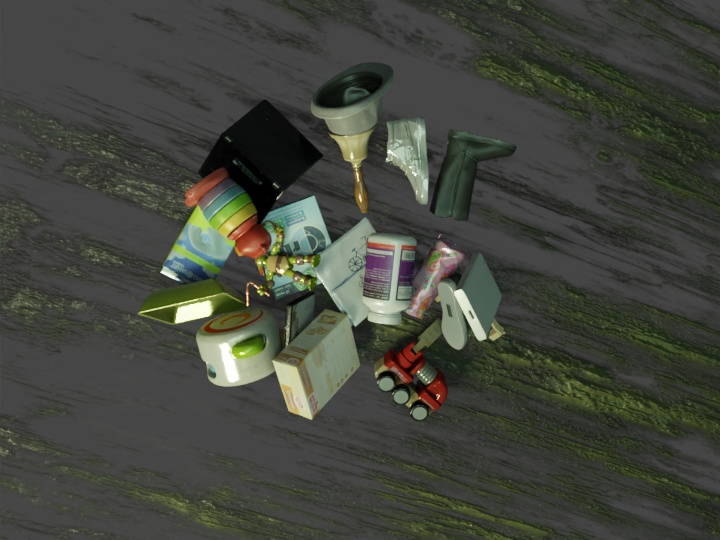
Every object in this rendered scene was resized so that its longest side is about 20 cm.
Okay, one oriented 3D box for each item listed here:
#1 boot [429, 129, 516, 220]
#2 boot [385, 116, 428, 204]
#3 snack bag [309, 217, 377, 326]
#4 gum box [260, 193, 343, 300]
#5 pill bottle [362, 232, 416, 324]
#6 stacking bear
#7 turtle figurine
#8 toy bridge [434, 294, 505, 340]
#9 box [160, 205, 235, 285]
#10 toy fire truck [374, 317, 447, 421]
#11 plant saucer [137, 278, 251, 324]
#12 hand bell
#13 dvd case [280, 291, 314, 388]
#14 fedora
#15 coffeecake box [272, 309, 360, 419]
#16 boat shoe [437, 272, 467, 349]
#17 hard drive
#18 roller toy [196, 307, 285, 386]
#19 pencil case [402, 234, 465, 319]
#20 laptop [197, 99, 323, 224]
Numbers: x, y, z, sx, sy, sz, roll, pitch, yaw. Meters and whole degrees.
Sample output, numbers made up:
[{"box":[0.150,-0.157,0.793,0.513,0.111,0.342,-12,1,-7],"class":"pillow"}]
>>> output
[{"box":[0.261,-0.211,1.661,0.164,0.066,0.201,12,98,0],"class":"boot"},{"box":[0.105,-0.249,1.640,0.095,0.074,0.201,-5,95,0],"class":"boot"},{"box":[0.000,0.000,1.669,0.188,0.021,0.200,-38,109,-15],"class":"snack bag"},{"box":[-0.153,-0.055,1.659,0.169,0.045,0.201,-21,103,-2],"class":"gum box"},{"box":[0.064,0.017,1.626,0.112,0.112,0.201,6,95,-8],"class":"pill bottle"},{"box":[-0.273,-0.111,1.546,0.114,0.121,0.200,-40,94,-15],"class":"stacking bear"},{"box":[-0.176,-0.002,1.607,0.161,0.064,0.201,13,85,15],"class":"turtle figurine"},{"box":[0.274,0.099,1.735,0.200,0.027,0.067,34,138,-11],"class":"toy bridge"},{"box":[-0.361,-0.049,1.635,0.122,0.048,0.200,30,97,-12],"class":"box"},{"box":[0.154,0.231,1.733,0.176,0.129,0.200,43,105,-14],"class":"toy fire truck"},{"box":[-0.366,0.066,1.588,0.199,0.200,0.048,-12,78,5],"class":"plant saucer"},{"box":[-0.005,-0.227,1.631,0.104,0.104,0.201,-11,117,-4],"class":"hand bell"},{"box":[-0.144,0.160,1.662,0.017,0.143,0.201,9,103,16],"class":"dvd case"},{"box":[-0.010,-0.363,1.558,0.200,0.176,0.090,-47,136,-28],"class":"fedora"},{"box":[-0.096,0.211,1.633,0.073,0.200,0.154,11,128,34],"class":"coffeecake box"},{"box":[0.229,0.097,1.686,0.057,0.069,0.201,-34,129,-31],"class":"boat shoe"},{"box":[0.276,0.057,1.662,0.026,0.200,0.132,-20,106,29],"class":"hard drive"},{"box":[-0.269,0.176,1.628,0.182,0.200,0.140,-7,106,21],"class":"roller toy"},{"box":[0.165,0.017,1.695,0.087,0.087,0.200,32,97,-12],"class":"pencil case"},{"box":[-0.226,-0.238,1.603,0.187,0.116,0.200,44,123,3],"class":"laptop"}]
